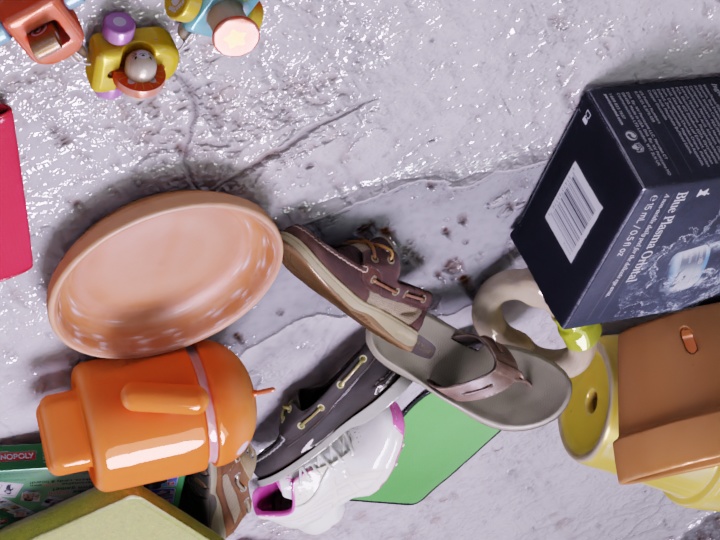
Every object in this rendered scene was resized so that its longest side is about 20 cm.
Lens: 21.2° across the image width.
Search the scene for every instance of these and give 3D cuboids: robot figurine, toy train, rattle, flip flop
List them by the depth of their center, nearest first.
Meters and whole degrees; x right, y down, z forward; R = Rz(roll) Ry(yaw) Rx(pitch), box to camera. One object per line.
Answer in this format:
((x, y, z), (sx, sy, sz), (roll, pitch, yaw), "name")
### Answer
((-0.145, -0.171, 1.302), (0.199, 0.056, 0.150), (-24, 149, 0), "toy train")
((-0.175, 0.124, 1.656), (0.199, 0.117, 0.144), (-11, 134, -16), "robot figurine")
((0.099, 0.086, 1.756), (0.081, 0.199, 0.058), (-64, -176, -11), "flip flop")
((0.162, 0.036, 1.850), (0.130, 0.143, 0.200), (25, 148, -13), "rattle")

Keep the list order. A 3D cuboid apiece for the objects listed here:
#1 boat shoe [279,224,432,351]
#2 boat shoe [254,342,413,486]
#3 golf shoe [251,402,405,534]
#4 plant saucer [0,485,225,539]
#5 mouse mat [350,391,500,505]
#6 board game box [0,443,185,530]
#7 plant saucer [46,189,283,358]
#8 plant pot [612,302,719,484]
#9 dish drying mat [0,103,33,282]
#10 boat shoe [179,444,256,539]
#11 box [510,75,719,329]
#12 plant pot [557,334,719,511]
((0.000, 0.000, 1.662), (0.200, 0.072, 0.072), (38, 83, -44), "boat shoe")
((-0.038, 0.135, 1.832), (0.201, 0.061, 0.072), (-37, -175, 26), "boat shoe")
((-0.032, 0.198, 1.917), (0.091, 0.076, 0.200), (10, 134, -38), "golf shoe")
((-0.235, 0.259, 1.784), (0.199, 0.048, 0.200), (-25, 143, 19), "plant saucer")
((0.067, 0.189, 2.033), (0.161, 0.008, 0.200), (11, 133, -44), "mouse mat")
((-0.265, 0.205, 1.769), (0.199, 0.029, 0.135), (-2, 144, -15), "board game box")
((-0.161, -0.001, 1.561), (0.199, 0.038, 0.200), (-18, 147, -12), "plant saucer")
((0.322, 0.111, 1.800), (0.199, 0.141, 0.200), (-13, 170, -2), "plant pot")
((-0.286, -0.049, 1.421), (0.076, 0.018, 0.200), (-17, 148, -15), "dish drying mat")
((-0.140, 0.184, 1.829), (0.074, 0.076, 0.200), (-35, 148, -28), "boat shoe")
((0.269, -0.062, 1.695), (0.199, 0.118, 0.197), (-9, 145, -26), "box")
((0.313, 0.143, 1.973), (0.188, 0.201, 0.201), (6, 139, -20), "plant pot")
